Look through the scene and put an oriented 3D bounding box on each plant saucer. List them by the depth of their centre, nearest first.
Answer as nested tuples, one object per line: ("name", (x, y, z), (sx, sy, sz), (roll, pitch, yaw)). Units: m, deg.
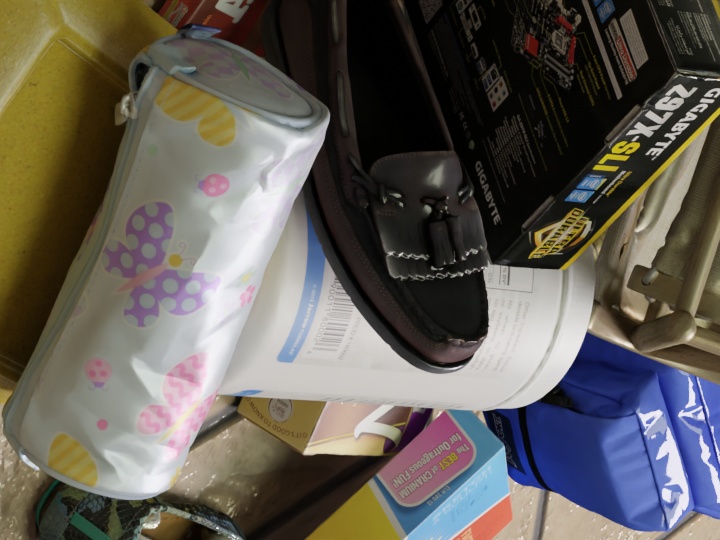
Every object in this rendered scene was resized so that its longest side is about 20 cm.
("plant saucer", (-0.149, -0.034, 1.107), (0.200, 0.048, 0.200), (-54, 150, 0))

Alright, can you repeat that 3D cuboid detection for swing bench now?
("swing bench", (0.200, -0.047, 1.275), (0.129, 0.200, 0.200), (20, 87, -15))

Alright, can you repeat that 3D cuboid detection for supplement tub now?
("supplement tub", (0.000, 0.000, 1.251), (0.199, 0.132, 0.133), (6, 112, -38))

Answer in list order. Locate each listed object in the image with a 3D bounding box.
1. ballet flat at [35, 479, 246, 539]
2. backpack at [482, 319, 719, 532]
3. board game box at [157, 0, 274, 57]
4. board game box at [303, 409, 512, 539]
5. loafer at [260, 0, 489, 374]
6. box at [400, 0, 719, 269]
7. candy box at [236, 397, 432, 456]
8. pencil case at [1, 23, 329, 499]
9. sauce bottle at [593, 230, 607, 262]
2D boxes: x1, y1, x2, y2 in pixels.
("ballet flat", (-0.099, 0.158, 1.354), (0.075, 0.074, 0.200), (-60, 150, 1))
("backpack", (0.139, 0.046, 1.486), (0.167, 0.199, 0.163), (-34, 127, -29))
("board game box", (-0.009, -0.180, 1.183), (0.103, 0.019, 0.200), (-1, 135, -54))
("board game box", (0.002, 0.176, 1.482), (0.200, 0.040, 0.153), (-42, 161, -10))
("loafer", (0.012, -0.053, 1.156), (0.072, 0.201, 0.063), (-5, 153, -40))
("box", (0.090, -0.125, 1.203), (0.049, 0.201, 0.160), (3, 146, -34))
("candy box", (0.020, 0.003, 1.410), (0.116, 0.056, 0.201), (9, 107, -58))
("pencil case", (-0.086, -0.001, 1.101), (0.090, 0.083, 0.201), (-1, 121, -48))
("sauce bottle", (0.140, -0.048, 1.412), (0.200, 0.065, 0.065), (-39, 145, -23))
